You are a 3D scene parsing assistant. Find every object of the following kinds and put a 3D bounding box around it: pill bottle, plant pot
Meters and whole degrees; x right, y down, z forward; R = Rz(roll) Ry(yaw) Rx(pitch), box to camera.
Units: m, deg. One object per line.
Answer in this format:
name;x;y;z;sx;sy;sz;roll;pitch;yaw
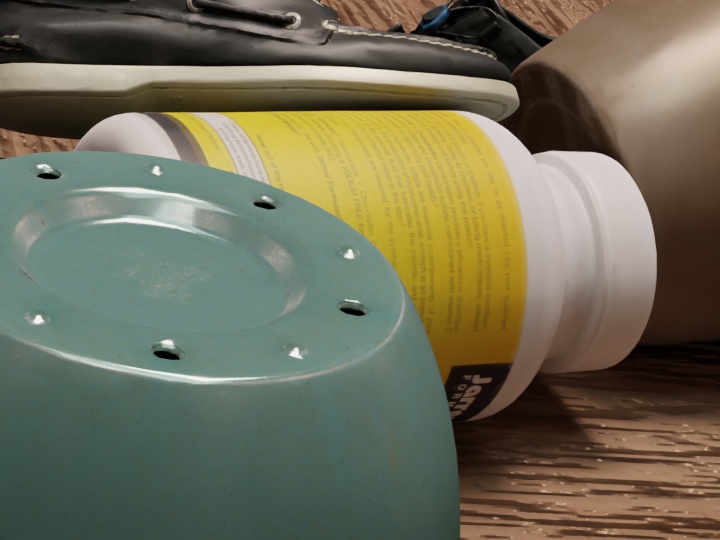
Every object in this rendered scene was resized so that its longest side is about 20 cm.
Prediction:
pill bottle;0.000;0.000;0.854;0.199;0.112;0.112;-2;29;-28
plant pot;0.157;-0.052;0.974;0.173;0.201;0.200;-18;35;-21
plant pot;-0.064;0.066;0.631;0.200;0.162;0.201;10;25;-4

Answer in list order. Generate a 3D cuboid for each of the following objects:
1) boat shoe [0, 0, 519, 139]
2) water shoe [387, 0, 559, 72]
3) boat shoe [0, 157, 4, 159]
boat shoe;-0.041;-0.085;0.894;0.198;0.066;0.075;-1;-16;1
water shoe;0.036;-0.095;1.108;0.199;0.079;0.072;3;26;-20
boat shoe;-0.092;-0.014;0.903;0.199;0.060;0.072;1;26;-23
